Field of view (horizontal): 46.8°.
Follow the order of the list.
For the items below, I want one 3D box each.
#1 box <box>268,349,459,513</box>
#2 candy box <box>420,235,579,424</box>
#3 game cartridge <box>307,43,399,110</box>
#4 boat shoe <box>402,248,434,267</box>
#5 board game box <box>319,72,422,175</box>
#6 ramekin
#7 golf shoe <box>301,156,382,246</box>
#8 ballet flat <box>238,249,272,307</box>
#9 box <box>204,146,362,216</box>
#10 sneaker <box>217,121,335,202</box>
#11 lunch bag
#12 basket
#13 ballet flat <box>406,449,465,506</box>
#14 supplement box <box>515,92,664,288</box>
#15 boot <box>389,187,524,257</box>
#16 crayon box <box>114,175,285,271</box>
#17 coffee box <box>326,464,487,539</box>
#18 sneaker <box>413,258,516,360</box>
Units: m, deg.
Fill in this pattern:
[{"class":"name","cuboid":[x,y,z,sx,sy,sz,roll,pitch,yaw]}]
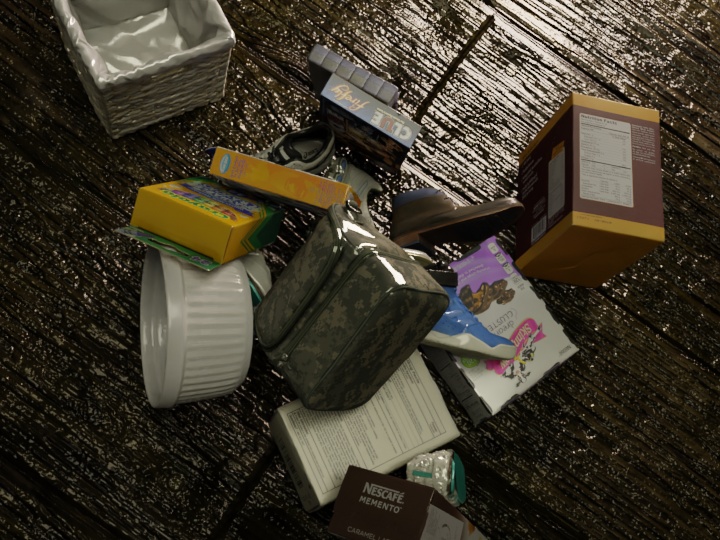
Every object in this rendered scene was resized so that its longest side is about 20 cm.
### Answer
[{"class":"box","cuboid":[0.001,0.200,1.049,0.199,0.109,0.129,-22,75,-20]},{"class":"candy box","cuboid":[0.174,0.081,1.153,0.167,0.072,0.201,-32,79,-22]},{"class":"game cartridge","cuboid":[-0.007,-0.242,1.157,0.129,0.200,0.039,34,86,5]},{"class":"boat shoe","cuboid":[0.000,0.000,1.087,0.198,0.075,0.068,-5,28,-19]},{"class":"board game box","cuboid":[0.008,-0.195,1.147,0.135,0.200,0.035,31,85,0]},{"class":"ramekin","cuboid":[-0.201,0.064,1.010,0.104,0.200,0.202,0,70,-24]},{"class":"golf shoe","cuboid":[-0.024,-0.059,1.160,0.097,0.078,0.201,22,68,-11]},{"class":"ballet flat","cuboid":[-0.169,-0.018,1.107,0.200,0.070,0.069,40,66,16]},{"class":"box","cuboid":[-0.103,-0.109,1.062,0.198,0.119,0.042,16,88,8]},{"class":"sneaker","cuboid":[-0.122,-0.150,1.162,0.199,0.088,0.076,-34,83,-20]},{"class":"lunch bag","cuboid":[-0.027,0.042,0.957,0.139,0.200,0.168,12,31,-51]},{"class":"basket","cuboid":[-0.303,-0.322,1.142,0.197,0.161,0.201,-25,78,-20]},{"class":"ballet flat","cuboid":[0.091,0.251,1.019,0.071,0.200,0.072,-4,70,11]},{"class":"supplement box","cuboid":[0.320,-0.108,1.189,0.132,0.197,0.202,10,69,-9]},{"class":"boot","cuboid":[0.126,-0.087,1.167,0.199,0.075,0.098,-18,61,19]},{"class":"crayon box","cuboid":[-0.187,-0.063,1.008,0.125,0.200,0.052,23,107,10]},{"class":"coffee box","cuboid":[0.060,0.306,0.962,0.114,0.200,0.080,7,63,31]},{"class":"sneaker","cuboid":[0.119,0.046,1.054,0.198,0.077,0.112,15,77,-20]}]
